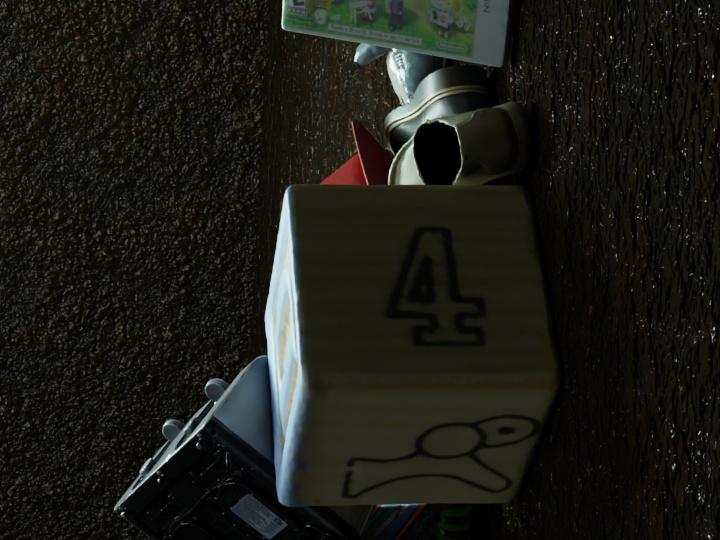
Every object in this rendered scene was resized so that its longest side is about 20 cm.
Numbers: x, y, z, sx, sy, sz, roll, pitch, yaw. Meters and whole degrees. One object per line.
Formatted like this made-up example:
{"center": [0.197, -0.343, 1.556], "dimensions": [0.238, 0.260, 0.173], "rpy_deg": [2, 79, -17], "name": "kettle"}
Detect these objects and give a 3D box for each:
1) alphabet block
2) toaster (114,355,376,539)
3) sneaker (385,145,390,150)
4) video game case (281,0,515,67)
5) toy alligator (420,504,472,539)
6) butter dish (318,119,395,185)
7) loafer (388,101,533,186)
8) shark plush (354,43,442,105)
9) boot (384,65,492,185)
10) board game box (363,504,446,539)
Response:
{"center": [0.034, 0.061, 1.461], "dimensions": [0.196, 0.198, 0.198], "rpy_deg": [104, 163, -54], "name": "alphabet block"}
{"center": [-0.083, 0.193, 1.582], "dimensions": [0.181, 0.200, 0.119], "rpy_deg": [-43, 11, 44], "name": "toaster"}
{"center": [0.041, -0.053, 1.877], "dimensions": [0.201, 0.072, 0.112], "rpy_deg": [113, 161, -48], "name": "sneaker"}
{"center": [0.035, -0.272, 1.509], "dimensions": [0.022, 0.198, 0.183], "rpy_deg": [-53, -29, -60], "name": "video game case"}
{"center": [0.075, 0.255, 1.679], "dimensions": [0.054, 0.059, 0.202], "rpy_deg": [17, 112, 37], "name": "toy alligator"}
{"center": [0.000, 0.000, 1.685], "dimensions": [0.201, 0.147, 0.200], "rpy_deg": [59, -171, -34], "name": "butter dish"}
{"center": [0.068, -0.094, 1.511], "dimensions": [0.200, 0.067, 0.077], "rpy_deg": [-30, 67, 60], "name": "loafer"}
{"center": [0.077, -0.248, 1.770], "dimensions": [0.083, 0.090, 0.201], "rpy_deg": [51, 123, 45], "name": "shark plush"}
{"center": [0.072, -0.085, 1.655], "dimensions": [0.200, 0.077, 0.140], "rpy_deg": [116, 148, -73], "name": "boot"}
{"center": [-0.002, 0.249, 1.610], "dimensions": [0.200, 0.019, 0.103], "rpy_deg": [-51, 25, -9], "name": "board game box"}
